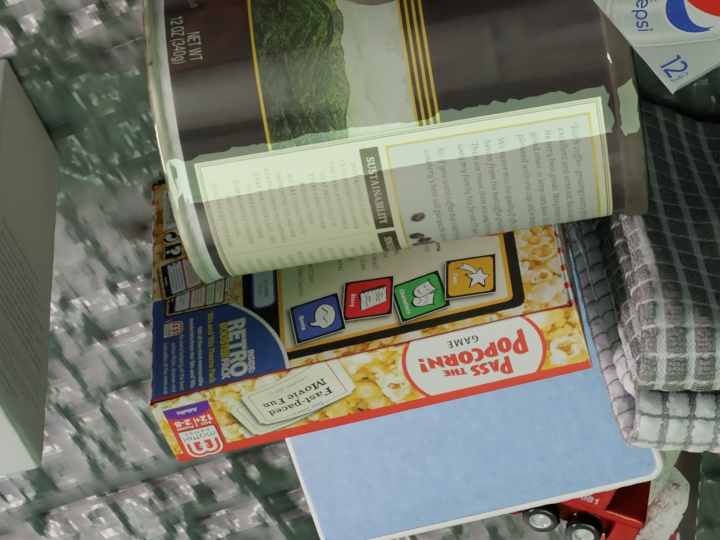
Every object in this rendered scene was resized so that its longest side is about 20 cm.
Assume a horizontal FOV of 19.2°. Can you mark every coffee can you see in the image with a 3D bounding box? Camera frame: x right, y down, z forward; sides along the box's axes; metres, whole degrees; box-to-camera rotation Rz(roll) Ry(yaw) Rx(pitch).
[{"bbox_3d":[0.017,-0.081,0.939,0.199,0.147,0.147,-9,135,4],"label":"coffee can"}]

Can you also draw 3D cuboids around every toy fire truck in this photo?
[{"bbox_3d":[0.125,0.086,1.151,0.199,0.049,0.141,18,136,-3],"label":"toy fire truck"}]

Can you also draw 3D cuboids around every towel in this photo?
[{"bbox_3d":[0.191,-0.003,1.000,0.165,0.200,0.086,-1,128,-4],"label":"towel"}]

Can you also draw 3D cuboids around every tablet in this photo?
[{"bbox_3d":[0.050,0.070,1.125,0.199,0.014,0.131,-16,99,22],"label":"tablet"}]

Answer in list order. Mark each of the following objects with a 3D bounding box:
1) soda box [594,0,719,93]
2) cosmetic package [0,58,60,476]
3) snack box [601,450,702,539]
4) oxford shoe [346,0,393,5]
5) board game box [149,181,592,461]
[{"bbox_3d":[0.112,-0.165,0.825,0.063,0.200,0.068,-30,130,22],"label":"soda box"},{"bbox_3d":[-0.197,0.003,0.965,0.101,0.200,0.071,-14,134,8],"label":"cosmetic package"},{"bbox_3d":[0.161,0.120,1.239,0.072,0.024,0.200,-3,135,2],"label":"snack box"},{"bbox_3d":[0.030,-0.202,0.844,0.071,0.071,0.201,18,112,-7],"label":"oxford shoe"},{"bbox_3d":[0.000,0.000,1.015,0.199,0.152,0.046,-13,134,9],"label":"board game box"}]
